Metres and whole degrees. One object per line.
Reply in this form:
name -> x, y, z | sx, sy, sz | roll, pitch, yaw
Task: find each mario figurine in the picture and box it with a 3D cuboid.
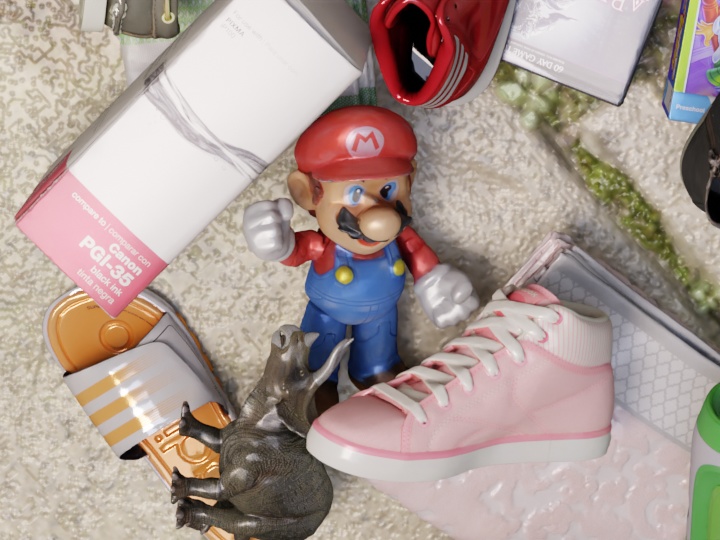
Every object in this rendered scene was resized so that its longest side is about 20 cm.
mario figurine -> 0.000, 0.000, 1.600 | 0.106, 0.123, 0.200 | 19, 124, 27

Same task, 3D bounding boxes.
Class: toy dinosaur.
toy dinosaur -> -0.056, 0.127, 1.614 | 0.102, 0.077, 0.200 | 2, 129, 3

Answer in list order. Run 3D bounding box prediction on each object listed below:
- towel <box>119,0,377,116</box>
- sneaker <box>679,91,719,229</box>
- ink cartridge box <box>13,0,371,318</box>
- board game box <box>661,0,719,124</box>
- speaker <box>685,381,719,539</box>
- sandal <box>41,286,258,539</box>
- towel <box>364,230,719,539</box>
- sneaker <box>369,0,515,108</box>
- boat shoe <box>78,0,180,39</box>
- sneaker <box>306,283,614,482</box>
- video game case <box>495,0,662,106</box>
towel -> -0.073, -0.179, 1.613 | 0.149, 0.031, 0.200 | -6, 105, 2
sneaker -> 0.249, -0.111, 1.535 | 0.075, 0.106, 0.200 | 26, 103, -5
ink cartridge box -> -0.090, -0.083, 1.550 | 0.200, 0.147, 0.083 | -44, 98, 12
board game box -> 0.286, -0.142, 1.605 | 0.200, 0.045, 0.135 | 8, 105, 0
speaker -> 0.237, 0.162, 1.646 | 0.088, 0.089, 0.200 | 0, 121, 2
sandal -> -0.112, 0.094, 1.672 | 0.079, 0.059, 0.207 | -36, 101, 10
towel -> 0.132, 0.102, 1.660 | 0.200, 0.032, 0.191 | 34, 103, -20
sneaker -> 0.062, -0.181, 1.539 | 0.078, 0.116, 0.200 | 13, 104, 11
boat shoe -> -0.116, -0.231, 1.559 | 0.060, 0.072, 0.202 | 9, 102, -10
sneaker -> 0.061, 0.058, 1.559 | 0.200, 0.075, 0.105 | -3, 110, -32
video game case -> 0.120, -0.213, 1.589 | 0.143, 0.019, 0.200 | 22, 104, 9
